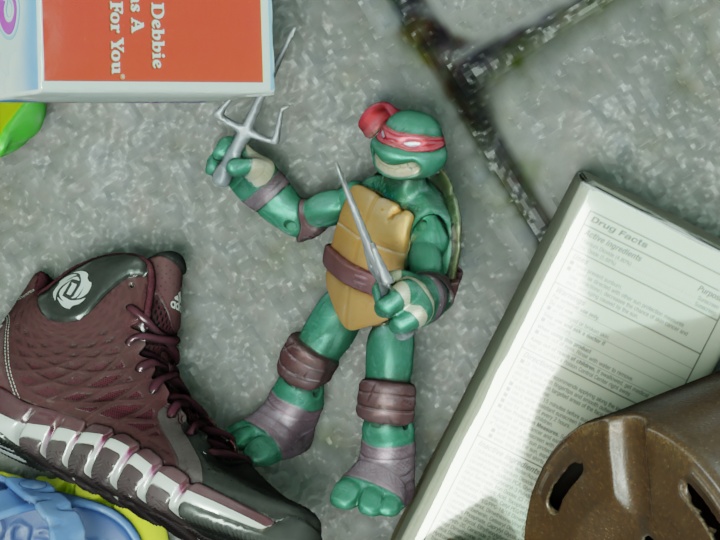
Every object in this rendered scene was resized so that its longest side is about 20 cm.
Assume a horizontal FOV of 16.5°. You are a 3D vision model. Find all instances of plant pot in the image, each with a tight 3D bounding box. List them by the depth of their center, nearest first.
[{"bbox_3d":[0.189,0.113,1.032,0.198,0.200,0.201,-11,97,-34],"label":"plant pot"}]

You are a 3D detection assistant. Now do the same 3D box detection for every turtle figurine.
[{"bbox_3d":[0.000,0.000,1.109,0.101,0.150,0.200,-3,112,-34],"label":"turtle figurine"}]

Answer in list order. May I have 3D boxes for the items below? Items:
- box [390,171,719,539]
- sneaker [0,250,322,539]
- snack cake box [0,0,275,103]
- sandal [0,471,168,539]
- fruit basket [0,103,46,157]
[{"bbox_3d":[0.096,0.063,1.130,0.095,0.078,0.200,28,97,-1],"label":"box"},{"bbox_3d":[-0.088,0.051,1.115,0.200,0.076,0.116,22,76,23],"label":"sneaker"},{"bbox_3d":[-0.104,-0.173,1.068,0.115,0.067,0.200,-2,91,-34],"label":"snack cake box"},{"bbox_3d":[-0.192,0.122,1.146,0.200,0.087,0.080,5,98,4],"label":"sandal"},{"bbox_3d":[-0.247,-0.062,1.099,0.215,0.216,0.156,35,104,-2],"label":"fruit basket"}]
